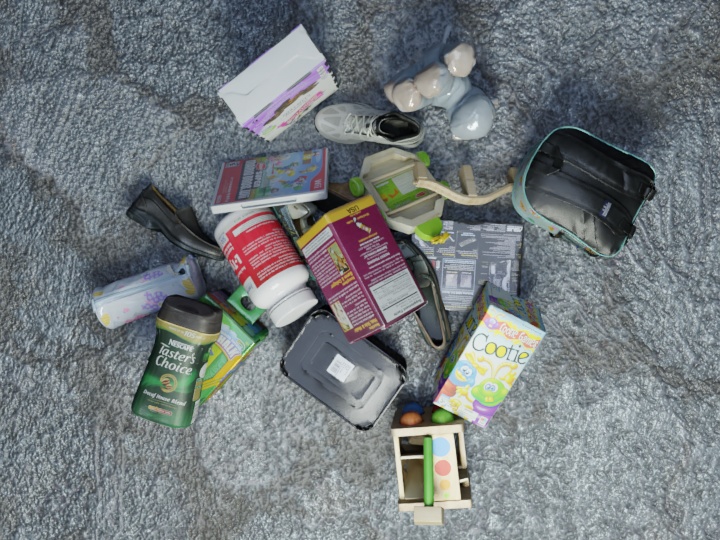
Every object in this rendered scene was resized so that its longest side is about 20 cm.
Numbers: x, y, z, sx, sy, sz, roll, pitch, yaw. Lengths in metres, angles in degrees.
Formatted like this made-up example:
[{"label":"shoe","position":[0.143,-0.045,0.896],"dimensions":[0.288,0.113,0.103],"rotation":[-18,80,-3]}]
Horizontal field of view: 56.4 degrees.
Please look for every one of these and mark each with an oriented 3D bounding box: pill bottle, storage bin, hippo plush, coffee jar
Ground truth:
[{"label":"pill bottle","position":[-0.160,-0.009,1.162],"dimensions":[0.112,0.112,0.201],"rotation":[-34,77,6]},{"label":"storage bin","position":[-0.027,0.168,1.187],"dimensions":[0.199,0.094,0.136],"rotation":[36,95,1]},{"label":"hippo plush","position":[0.143,-0.287,1.135],"dimensions":[0.158,0.201,0.161],"rotation":[-33,114,12]},{"label":"coffee jar","position":[-0.294,0.144,1.088],"dimensions":[0.103,0.085,0.202],"rotation":[17,93,1]}]

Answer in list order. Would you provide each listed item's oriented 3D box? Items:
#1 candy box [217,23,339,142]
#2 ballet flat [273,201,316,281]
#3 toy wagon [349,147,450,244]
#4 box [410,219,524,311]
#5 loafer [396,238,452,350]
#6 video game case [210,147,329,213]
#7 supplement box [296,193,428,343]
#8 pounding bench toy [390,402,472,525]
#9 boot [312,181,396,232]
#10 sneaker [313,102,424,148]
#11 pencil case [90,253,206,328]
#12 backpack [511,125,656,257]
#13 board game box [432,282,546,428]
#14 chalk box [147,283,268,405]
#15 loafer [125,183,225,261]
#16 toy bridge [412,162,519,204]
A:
[{"label":"candy box","position":[-0.128,-0.302,1.117],"dimensions":[0.167,0.200,0.072],"rotation":[-37,90,6]},{"label":"ballet flat","position":[-0.094,-0.080,1.188],"dimensions":[0.074,0.074,0.202],"rotation":[-27,97,5]},{"label":"toy wagon","position":[0.080,-0.120,1.143],"dimensions":[0.154,0.040,0.201],"rotation":[-24,70,-24]},{"label":"box","position":[0.184,-0.009,1.182],"dimensions":[0.197,0.050,0.160],"rotation":[3,94,5]},{"label":"loafer","position":[0.104,0.040,1.136],"dimensions":[0.071,0.063,0.202],"rotation":[-24,91,8]},{"label":"video game case","position":[-0.153,-0.158,1.167],"dimensions":[0.197,0.144,0.018],"rotation":[-7,130,5]},{"label":"supplement box","position":[0.000,0.000,1.098],"dimensions":[0.103,0.131,0.202],"rotation":[-26,87,-32]},{"label":"pounding bench toy","position":[0.118,0.314,1.126],"dimensions":[0.123,0.200,0.158],"rotation":[-6,93,8]},{"label":"boot","position":[-0.010,-0.133,1.195],"dimensions":[0.198,0.074,0.076],"rotation":[17,67,6]},{"label":"sneaker","position":[0.012,-0.257,1.151],"dimensions":[0.198,0.115,0.077],"rotation":[7,94,4]},{"label":"pencil case","position":[-0.379,0.039,1.211],"dimensions":[0.198,0.091,0.084],"rotation":[-19,91,6]},{"label":"backpack","position":[0.354,-0.135,1.110],"dimensions":[0.198,0.153,0.177],"rotation":[28,93,-7]},{"label":"board game box","position":[0.212,0.142,1.131],"dimensions":[0.102,0.105,0.201],"rotation":[26,111,-2]},{"label":"chalk box","position":[-0.250,0.116,1.187],"dimensions":[0.125,0.124,0.200],"rotation":[41,95,1]},{"label":"loafer","position":[-0.324,-0.084,1.211],"dimensions":[0.199,0.073,0.073],"rotation":[29,90,1]},{"label":"toy bridge","position":[0.183,-0.146,1.145],"dimensions":[0.197,0.027,0.068],"rotation":[0,63,-14]}]
